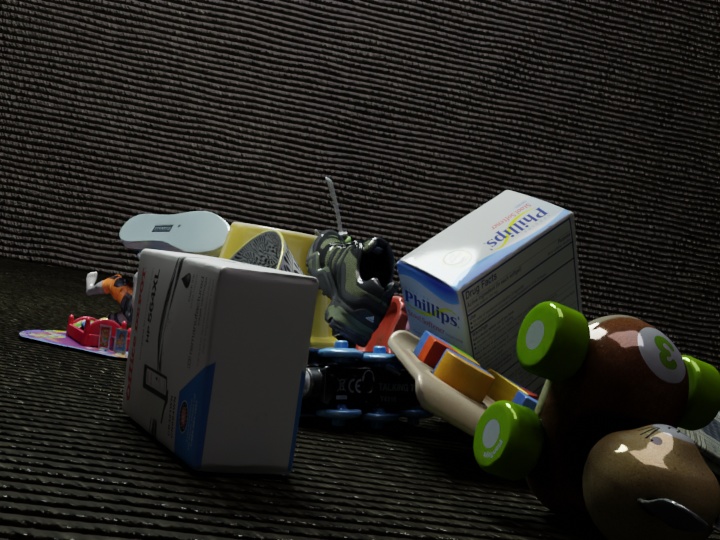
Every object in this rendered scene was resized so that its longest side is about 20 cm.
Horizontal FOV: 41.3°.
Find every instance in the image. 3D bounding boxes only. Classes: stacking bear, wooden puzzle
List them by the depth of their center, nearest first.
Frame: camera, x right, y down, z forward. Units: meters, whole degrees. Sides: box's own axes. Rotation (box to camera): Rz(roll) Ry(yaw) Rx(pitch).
[{"bbox_3d":[0.122,0.117,0.900,0.184,0.047,0.200,31,7,-9],"label":"wooden puzzle"},{"bbox_3d":[0.102,0.125,1.369,0.198,0.123,0.113,19,-14,-26],"label":"stacking bear"}]

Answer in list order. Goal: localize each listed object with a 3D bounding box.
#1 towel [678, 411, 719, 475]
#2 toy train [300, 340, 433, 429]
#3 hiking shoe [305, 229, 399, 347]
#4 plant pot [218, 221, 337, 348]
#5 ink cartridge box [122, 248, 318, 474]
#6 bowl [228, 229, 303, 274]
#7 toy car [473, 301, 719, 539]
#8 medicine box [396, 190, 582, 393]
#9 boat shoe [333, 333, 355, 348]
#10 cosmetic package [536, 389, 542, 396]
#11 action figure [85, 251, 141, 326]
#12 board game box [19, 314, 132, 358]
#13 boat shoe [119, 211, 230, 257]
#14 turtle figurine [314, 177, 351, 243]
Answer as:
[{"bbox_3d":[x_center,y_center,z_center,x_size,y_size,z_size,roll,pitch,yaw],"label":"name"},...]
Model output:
[{"bbox_3d":[0.337,0.158,1.035,0.199,0.035,0.193,35,17,5],"label":"towel"},{"bbox_3d":[-0.003,0.120,1.006,0.198,0.088,0.113,7,-7,-41],"label":"toy train"},{"bbox_3d":[0.000,0.000,1.097,0.075,0.101,0.201,34,18,-31],"label":"hiking shoe"},{"bbox_3d":[-0.116,0.043,1.215,0.198,0.192,0.201,10,0,0],"label":"plant pot"},{"bbox_3d":[-0.120,0.065,0.762,0.083,0.148,0.199,7,0,-30],"label":"ink cartridge box"},{"bbox_3d":[-0.115,0.064,1.047,0.094,0.202,0.200,37,-11,-22],"label":"bowl"},{"bbox_3d":[0.202,0.129,0.654,0.162,0.160,0.200,21,8,-21],"label":"toy car"},{"bbox_3d":[0.153,0.045,1.075,0.181,0.202,0.102,-32,35,-27],"label":"medicine box"},{"bbox_3d":[0.038,0.117,1.464,0.197,0.076,0.066,4,-19,27],"label":"boat shoe"},{"bbox_3d":[0.237,0.159,1.175,0.198,0.082,0.112,9,-2,36],"label":"cosmetic package"},{"bbox_3d":[-0.290,0.071,1.348,0.192,0.105,0.201,6,-40,53],"label":"action figure"},{"bbox_3d":[-0.339,0.079,1.249,0.197,0.040,0.158,11,0,14],"label":"board game box"},{"bbox_3d":[-0.238,-0.029,1.323,0.198,0.071,0.091,7,-36,34],"label":"boat shoe"},{"bbox_3d":[-0.030,0.009,1.400,0.193,0.201,0.144,36,7,-17],"label":"turtle figurine"}]
